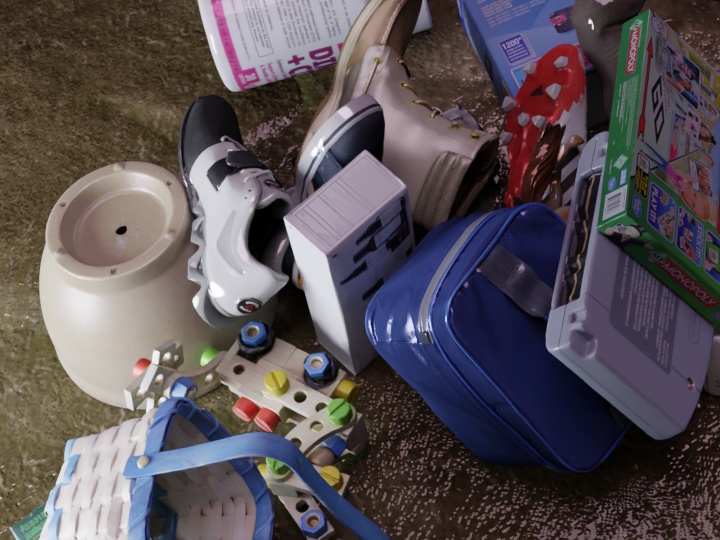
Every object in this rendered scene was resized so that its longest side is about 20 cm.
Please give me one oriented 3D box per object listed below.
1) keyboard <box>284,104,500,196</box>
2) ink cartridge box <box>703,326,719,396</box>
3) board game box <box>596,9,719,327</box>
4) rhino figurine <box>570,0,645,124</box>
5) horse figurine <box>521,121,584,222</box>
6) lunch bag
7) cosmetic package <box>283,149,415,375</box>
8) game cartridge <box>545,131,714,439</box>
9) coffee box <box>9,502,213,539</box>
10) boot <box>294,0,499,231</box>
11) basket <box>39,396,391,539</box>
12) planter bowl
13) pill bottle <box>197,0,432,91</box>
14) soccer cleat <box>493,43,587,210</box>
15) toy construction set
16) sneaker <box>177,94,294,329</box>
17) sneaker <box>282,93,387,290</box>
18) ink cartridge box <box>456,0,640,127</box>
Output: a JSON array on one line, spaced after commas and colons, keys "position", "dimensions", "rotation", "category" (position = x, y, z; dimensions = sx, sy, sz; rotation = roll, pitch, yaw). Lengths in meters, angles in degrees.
[{"position": [0.018, -0.077, 1.315], "dimensions": [0.200, 0.040, 0.104], "rotation": [-25, 64, 4], "category": "keyboard"}, {"position": [0.336, -0.004, 1.144], "dimensions": [0.146, 0.085, 0.200], "rotation": [3, 58, 18], "category": "ink cartridge box"}, {"position": [0.232, -0.076, 1.088], "dimensions": [0.029, 0.135, 0.200], "rotation": [-28, 38, 42], "category": "board game box"}, {"position": [0.236, -0.156, 1.235], "dimensions": [0.087, 0.200, 0.060], "rotation": [-25, 14, -4], "category": "rhino figurine"}, {"position": [0.188, -0.023, 1.169], "dimensions": [0.133, 0.200, 0.050], "rotation": [-57, 17, -25], "category": "horse figurine"}, {"position": [0.121, 0.056, 1.083], "dimensions": [0.136, 0.200, 0.132], "rotation": [-51, 18, -20], "category": "lunch bag"}, {"position": [0.000, 0.000, 1.152], "dimensions": [0.083, 0.200, 0.051], "rotation": [-39, 64, -14], "category": "cosmetic package"}, {"position": [0.194, 0.013, 1.051], "dimensions": [0.040, 0.133, 0.200], "rotation": [-31, 31, 43], "category": "game cartridge"}, {"position": [-0.161, 0.232, 1.126], "dimensions": [0.123, 0.044, 0.200], "rotation": [-35, 54, -13], "category": "coffee box"}, {"position": [0.050, -0.137, 1.267], "dimensions": [0.155, 0.072, 0.200], "rotation": [21, 83, 23], "category": "boot"}, {"position": [-0.098, 0.171, 1.027], "dimensions": [0.200, 0.176, 0.139], "rotation": [-16, 47, 23], "category": "basket"}, {"position": [-0.180, -0.005, 1.247], "dimensions": [0.200, 0.135, 0.200], "rotation": [-7, 54, 9], "category": "planter bowl"}, {"position": [-0.041, -0.244, 1.395], "dimensions": [0.200, 0.113, 0.113], "rotation": [-15, 53, 4], "category": "pill bottle"}, {"position": [0.158, -0.086, 1.229], "dimensions": [0.069, 0.085, 0.200], "rotation": [-10, 63, 49], "category": "soccer cleat"}, {"position": [-0.077, 0.111, 1.163], "dimensions": [0.200, 0.092, 0.131], "rotation": [30, 68, 12], "category": "toy construction set"}, {"position": [-0.088, -0.059, 1.184], "dimensions": [0.088, 0.074, 0.200], "rotation": [-26, 60, 32], "category": "sneaker"}, {"position": [-0.012, -0.053, 1.203], "dimensions": [0.078, 0.200, 0.079], "rotation": [-32, 71, -36], "category": "sneaker"}, {"position": [0.169, -0.219, 1.348], "dimensions": [0.136, 0.076, 0.200], "rotation": [-21, 51, -1], "category": "ink cartridge box"}]
